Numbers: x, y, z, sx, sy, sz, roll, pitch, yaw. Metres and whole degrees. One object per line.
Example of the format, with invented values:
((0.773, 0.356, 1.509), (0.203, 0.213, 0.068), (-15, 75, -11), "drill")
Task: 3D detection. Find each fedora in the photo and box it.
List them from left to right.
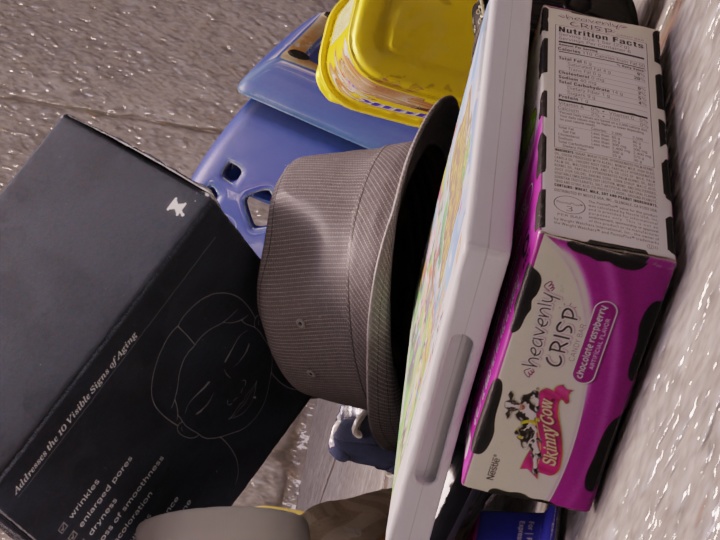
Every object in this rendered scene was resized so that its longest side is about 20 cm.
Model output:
((0.000, 0.000, 1.175), (0.200, 0.090, 0.177), (79, -156, -43), "fedora")

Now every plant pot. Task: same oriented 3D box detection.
((-0.010, -0.073, 1.606), (0.200, 0.200, 0.180), (-54, -13, -65), "plant pot")

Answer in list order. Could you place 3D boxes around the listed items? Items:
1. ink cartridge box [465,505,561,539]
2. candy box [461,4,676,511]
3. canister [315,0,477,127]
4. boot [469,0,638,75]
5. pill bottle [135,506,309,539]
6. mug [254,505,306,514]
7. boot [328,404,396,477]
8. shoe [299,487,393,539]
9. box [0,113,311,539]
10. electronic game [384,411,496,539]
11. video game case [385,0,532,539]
((0.056, 0.182, 1.051), (0.200, 0.037, 0.095), (112, 171, -59), "ink cartridge box")
((0.091, -0.011, 0.963), (0.200, 0.061, 0.137), (-81, 4, -57), "candy box")
((0.053, -0.139, 1.390), (0.200, 0.148, 0.087), (-171, 95, -85), "canister")
((0.100, -0.143, 1.155), (0.211, 0.079, 0.158), (108, 174, -61), "boot")
((-0.070, 0.232, 1.140), (0.116, 0.116, 0.200), (111, 158, -69), "pill bottle")
((-0.050, 0.273, 1.459), (0.149, 0.153, 0.187), (-84, 8, -70), "mug")
((0.032, 0.091, 1.311), (0.200, 0.090, 0.073), (111, 172, -69), "boot")
((0.009, 0.151, 1.279), (0.070, 0.053, 0.200), (-55, -11, 9), "shoe")
((-0.142, 0.059, 1.199), (0.200, 0.124, 0.197), (-53, -31, -13), "box")
((0.054, 0.099, 1.111), (0.200, 0.042, 0.200), (-63, -4, -7), "electronic game")
((0.045, -0.003, 0.990), (0.200, 0.022, 0.182), (-80, 2, -51), "video game case")
